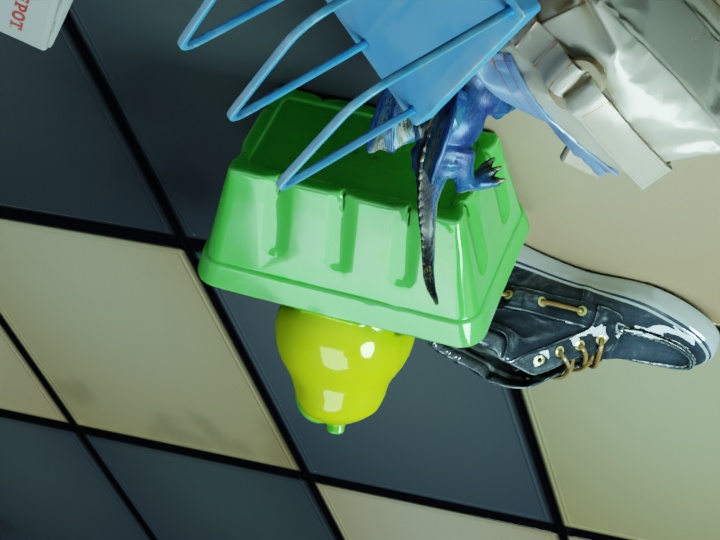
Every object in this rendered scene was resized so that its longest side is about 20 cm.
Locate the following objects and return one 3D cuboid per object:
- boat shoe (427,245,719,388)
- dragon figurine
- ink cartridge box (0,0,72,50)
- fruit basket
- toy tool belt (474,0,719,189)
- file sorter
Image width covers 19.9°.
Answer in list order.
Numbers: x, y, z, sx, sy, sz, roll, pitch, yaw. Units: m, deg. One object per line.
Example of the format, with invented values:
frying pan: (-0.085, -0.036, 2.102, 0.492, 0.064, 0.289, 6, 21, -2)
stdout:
boat shoe: (0.148, 0.049, 1.441, 0.200, 0.091, 0.071, 19, 152, 3)
dragon figurine: (0.045, -0.085, 1.223, 0.059, 0.200, 0.099, 27, -171, 33)
ink cartridge box: (-0.251, -0.234, 1.216, 0.200, 0.084, 0.144, 25, 151, -6)
fruit basket: (0.000, 0.000, 1.381, 0.215, 0.156, 0.216, 14, 137, 13)
toy tool belt: (0.107, -0.124, 1.126, 0.200, 0.125, 0.123, 37, 139, -29)
file sorter: (-0.034, -0.162, 1.065, 0.200, 0.123, 0.139, 55, 150, 4)
